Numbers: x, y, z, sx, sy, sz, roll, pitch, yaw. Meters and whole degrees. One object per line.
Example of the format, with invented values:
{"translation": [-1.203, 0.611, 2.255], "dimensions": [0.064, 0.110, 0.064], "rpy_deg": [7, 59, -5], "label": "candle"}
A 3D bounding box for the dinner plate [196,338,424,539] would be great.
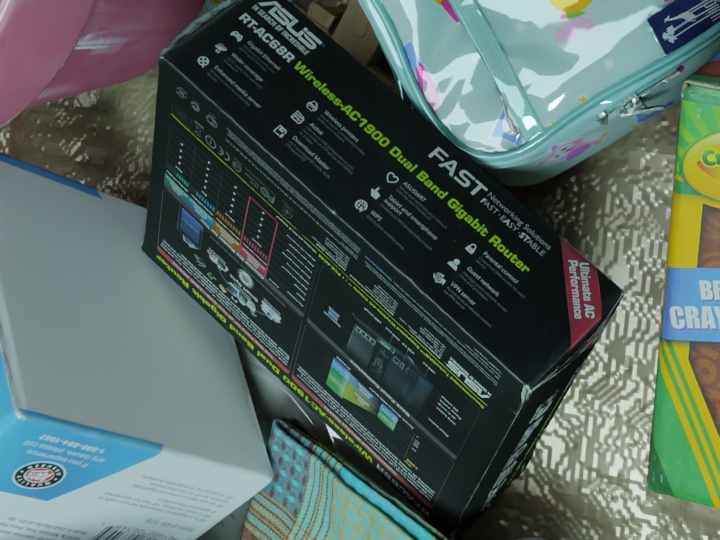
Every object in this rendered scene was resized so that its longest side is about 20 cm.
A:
{"translation": [-0.062, 0.108, 0.828], "dimensions": [0.198, 0.024, 0.203], "rpy_deg": [2, 94, 29], "label": "dinner plate"}

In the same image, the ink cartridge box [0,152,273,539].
{"translation": [-0.171, 0.074, 0.788], "dimensions": [0.200, 0.146, 0.147], "rpy_deg": [-39, 52, 26], "label": "ink cartridge box"}

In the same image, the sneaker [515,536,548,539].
{"translation": [0.095, 0.210, 0.714], "dimensions": [0.075, 0.082, 0.201], "rpy_deg": [-42, 73, 24], "label": "sneaker"}

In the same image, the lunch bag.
{"translation": [0.063, -0.140, 0.692], "dimensions": [0.159, 0.077, 0.201], "rpy_deg": [-31, 78, 7], "label": "lunch bag"}

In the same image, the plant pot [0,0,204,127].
{"translation": [-0.162, -0.148, 0.742], "dimensions": [0.198, 0.179, 0.203], "rpy_deg": [1, 92, 28], "label": "plant pot"}

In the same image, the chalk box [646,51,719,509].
{"translation": [0.183, -0.021, 0.599], "dimensions": [0.124, 0.124, 0.202], "rpy_deg": [12, 118, 27], "label": "chalk box"}

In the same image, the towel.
{"translation": [0.004, 0.169, 0.722], "dimensions": [0.199, 0.022, 0.148], "rpy_deg": [33, 112, 43], "label": "towel"}

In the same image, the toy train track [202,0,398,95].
{"translation": [-0.032, -0.114, 0.793], "dimensions": [0.200, 0.032, 0.115], "rpy_deg": [40, 113, 23], "label": "toy train track"}

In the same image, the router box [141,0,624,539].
{"translation": [0.000, 0.000, 0.710], "dimensions": [0.200, 0.062, 0.150], "rpy_deg": [43, 151, 14], "label": "router box"}
